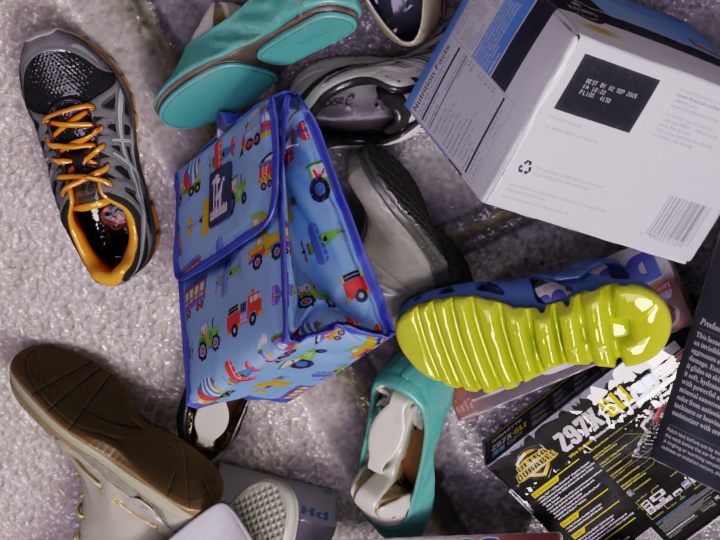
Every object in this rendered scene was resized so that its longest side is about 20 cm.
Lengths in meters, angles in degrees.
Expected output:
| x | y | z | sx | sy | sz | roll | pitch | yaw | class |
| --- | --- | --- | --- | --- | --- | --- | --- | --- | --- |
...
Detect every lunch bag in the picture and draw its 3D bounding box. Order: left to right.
| x | y | z | sx | sy | sz | roll | pitch | yaw | class |
| --- | --- | --- | --- | --- | --- | --- | --- | --- | --- |
| -0.068 | -0.022 | 1.329 | 0.094 | 0.201 | 0.150 | -1 | 160 | -34 | lunch bag |

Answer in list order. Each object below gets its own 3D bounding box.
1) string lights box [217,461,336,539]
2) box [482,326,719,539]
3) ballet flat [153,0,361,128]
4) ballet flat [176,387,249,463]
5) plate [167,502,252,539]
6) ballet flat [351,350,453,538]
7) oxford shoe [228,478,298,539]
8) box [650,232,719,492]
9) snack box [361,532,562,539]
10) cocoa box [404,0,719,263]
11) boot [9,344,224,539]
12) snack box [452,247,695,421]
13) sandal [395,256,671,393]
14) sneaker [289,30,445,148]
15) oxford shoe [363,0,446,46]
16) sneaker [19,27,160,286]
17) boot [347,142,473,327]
| x | y | z | sx | sy | sz | roll | pitch | yaw | class |
| --- | --- | --- | --- | --- | --- | --- | --- | --- | --- |
| -0.093 | 0.265 | 1.530 | 0.102 | 0.059 | 0.201 | 15 | 114 | -6 | string lights box |
| 0.222 | 0.139 | 1.474 | 0.200 | 0.049 | 0.160 | -40 | 105 | 17 | box |
| -0.074 | -0.168 | 1.326 | 0.067 | 0.071 | 0.199 | 14 | 150 | -42 | ballet flat |
| -0.094 | 0.064 | 1.434 | 0.067 | 0.068 | 0.201 | 14 | 113 | -5 | ballet flat |
| -0.111 | 0.302 | 1.427 | 0.200 | 0.032 | 0.200 | -38 | 83 | 26 | plate |
| 0.022 | 0.145 | 1.445 | 0.067 | 0.070 | 0.201 | 30 | 130 | 26 | ballet flat |
| -0.087 | 0.251 | 1.464 | 0.075 | 0.058 | 0.201 | 27 | 110 | 36 | oxford shoe |
| 0.332 | 0.063 | 1.328 | 0.199 | 0.123 | 0.200 | 8 | 102 | -45 | box |
| 0.054 | 0.230 | 1.462 | 0.198 | 0.024 | 0.072 | 0 | 151 | -12 | snack box |
| 0.158 | -0.111 | 1.280 | 0.199 | 0.131 | 0.134 | 14 | 117 | -35 | cocoa box |
| -0.208 | 0.164 | 1.475 | 0.200 | 0.072 | 0.155 | 37 | 134 | 12 | boot |
| 0.150 | 0.044 | 1.421 | 0.199 | 0.024 | 0.072 | -24 | 86 | 18 | snack box |
| 0.124 | 0.034 | 1.363 | 0.198 | 0.087 | 0.080 | -3 | 116 | 8 | sandal |
| 0.045 | -0.122 | 1.339 | 0.199 | 0.088 | 0.076 | -15 | 111 | 6 | sneaker |
| 0.009 | -0.249 | 1.285 | 0.070 | 0.074 | 0.201 | -24 | 104 | 11 | oxford shoe |
| -0.196 | -0.080 | 1.368 | 0.078 | 0.077 | 0.201 | -16 | 112 | 10 | sneaker |
| 0.000 | 0.000 | 1.370 | 0.130 | 0.068 | 0.200 | -25 | 141 | 9 | boot |
